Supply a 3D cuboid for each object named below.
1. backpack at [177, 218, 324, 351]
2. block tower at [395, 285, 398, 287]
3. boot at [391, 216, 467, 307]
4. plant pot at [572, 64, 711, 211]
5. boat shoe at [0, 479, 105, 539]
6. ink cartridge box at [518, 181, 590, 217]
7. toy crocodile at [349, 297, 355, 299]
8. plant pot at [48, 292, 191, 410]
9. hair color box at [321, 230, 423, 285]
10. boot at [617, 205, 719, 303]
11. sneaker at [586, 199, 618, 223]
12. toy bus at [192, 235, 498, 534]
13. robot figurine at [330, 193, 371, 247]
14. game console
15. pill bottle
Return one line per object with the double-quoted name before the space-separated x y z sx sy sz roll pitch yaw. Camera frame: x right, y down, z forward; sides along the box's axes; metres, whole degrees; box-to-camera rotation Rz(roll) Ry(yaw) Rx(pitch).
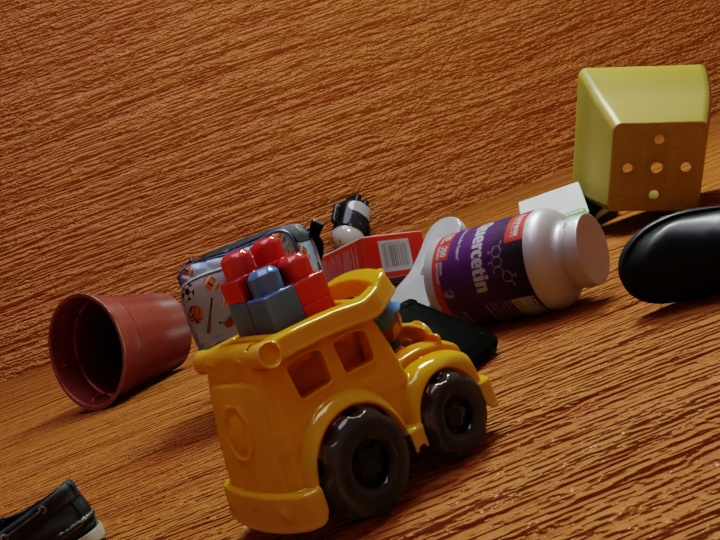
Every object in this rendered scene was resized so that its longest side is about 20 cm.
"backpack" -0.119 0.058 1.046 0.197 0.194 0.154 -18 10 18
"block tower" 0.073 0.030 1.327 0.053 0.059 0.200 -19 7 9
"boot" 0.098 0.037 1.085 0.073 0.096 0.202 8 58 44
"plant pot" 0.437 -0.189 1.310 0.195 0.204 0.177 0 27 8
"boat shoe" -0.318 0.229 0.720 0.196 0.067 0.075 -19 6 9
"ink cartridge box" 0.301 -0.063 1.297 0.102 0.060 0.201 -18 19 15
"toy crocodile" -0.054 0.088 0.901 0.201 0.061 0.067 -56 -12 22
"plant pot" -0.423 0.129 1.547 0.198 0.205 0.194 -16 -2 33
"hair color box" 0.000 0.000 1.189 0.100 0.063 0.199 -8 -7 -29
"boot" 0.325 -0.016 0.715 0.207 0.081 0.158 -18 6 15
"sneaker" 0.373 -0.111 1.466 0.071 0.084 0.199 -15 9 45
"toy bus" -0.019 0.063 0.617 0.198 0.196 0.135 -22 4 -37
"robot figurine" -0.032 -0.163 2.958 0.147 0.203 0.125 14 -27 -1
"game console" 0.016 0.118 0.858 0.174 0.119 0.199 21 29 31
"pill bottle" 0.175 -0.004 0.969 0.198 0.115 0.112 -16 6 40
